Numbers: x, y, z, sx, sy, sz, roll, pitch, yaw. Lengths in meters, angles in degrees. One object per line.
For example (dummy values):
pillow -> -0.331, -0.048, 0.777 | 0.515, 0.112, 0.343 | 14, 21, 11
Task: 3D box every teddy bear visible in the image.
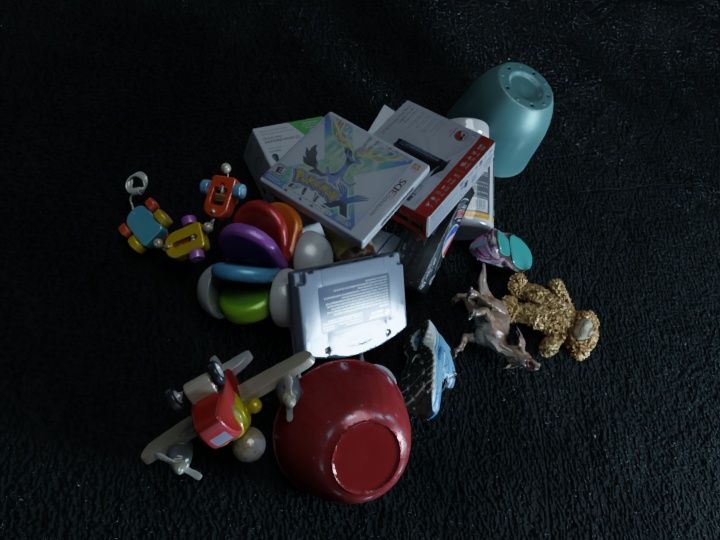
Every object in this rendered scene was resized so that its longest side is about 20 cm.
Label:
teddy bear -> 0.342, 0.080, 1.288 | 0.200, 0.067, 0.145 | 43, 55, 6

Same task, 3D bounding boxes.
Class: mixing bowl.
mixing bowl -> -0.009, 0.228, 0.953 | 0.197, 0.108, 0.203 | -3, 98, -19

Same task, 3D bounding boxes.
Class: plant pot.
plant pot -> 0.296, -0.319, 1.456 | 0.198, 0.161, 0.203 | 12, 56, -18

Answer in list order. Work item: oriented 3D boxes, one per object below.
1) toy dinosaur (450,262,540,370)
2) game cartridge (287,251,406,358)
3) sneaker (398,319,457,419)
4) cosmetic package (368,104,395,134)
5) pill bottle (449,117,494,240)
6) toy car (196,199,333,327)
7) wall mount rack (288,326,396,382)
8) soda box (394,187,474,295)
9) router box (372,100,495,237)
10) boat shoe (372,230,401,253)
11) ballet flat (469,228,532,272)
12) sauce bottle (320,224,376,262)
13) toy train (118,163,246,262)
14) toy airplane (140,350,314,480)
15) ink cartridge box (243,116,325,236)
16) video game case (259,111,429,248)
toy dinosaur -> 0.230, 0.092, 1.223 | 0.134, 0.086, 0.202 | 14, 51, -15
game cartridge -> -0.016, 0.053, 1.031 | 0.198, 0.041, 0.135 | -11, 105, -40
sneaker -> 0.117, 0.158, 1.109 | 0.090, 0.078, 0.201 | 39, 28, -14
cosmetic package -> 0.065, -0.200, 1.349 | 0.150, 0.052, 0.201 | 30, 53, -3
pill bottle -> 0.186, -0.165, 1.307 | 0.115, 0.116, 0.203 | 7, 77, -20
toy car -> -0.147, -0.020, 1.049 | 0.173, 0.151, 0.201 | 7, 46, 23
wall mount rack -> -0.031, 0.148, 1.077 | 0.198, 0.075, 0.175 | -12, 64, -30
soda box -> 0.118, -0.065, 1.210 | 0.070, 0.063, 0.202 | 25, 87, 20
router box -> 0.091, -0.170, 1.169 | 0.178, 0.049, 0.200 | 30, 61, 23
boat shoe -> 0.000, 0.000, 1.195 | 0.066, 0.074, 0.200 | 28, 42, 14
ballet flat -> 0.249, -0.034, 1.302 | 0.199, 0.070, 0.070 | 13, 70, -59
sauce bottle -> -0.038, -0.094, 1.125 | 0.065, 0.066, 0.202 | -12, 66, -29
toy train -> -0.263, -0.084, 1.078 | 0.197, 0.056, 0.152 | 5, 76, 19
toy airplane -> -0.172, 0.184, 0.939 | 0.199, 0.199, 0.142 | -34, 93, -47
ink cartridge box -> -0.091, -0.150, 1.228 | 0.145, 0.084, 0.202 | -17, 69, -30
video game case -> -0.023, -0.146, 1.106 | 0.199, 0.022, 0.183 | 31, 61, 19
